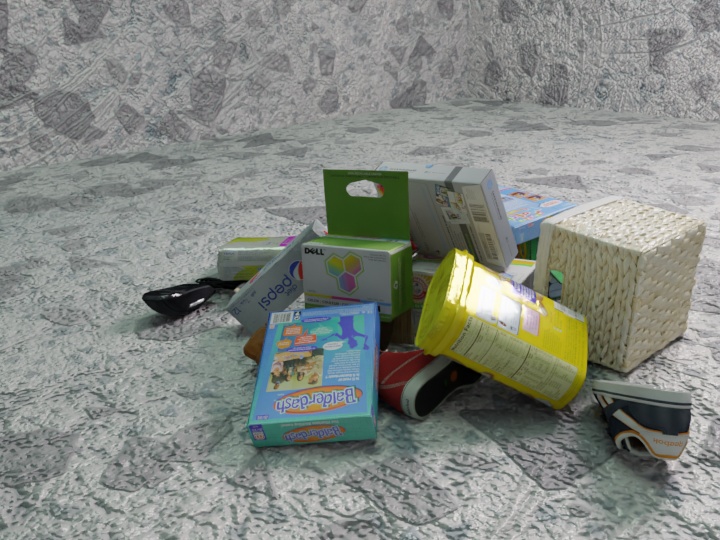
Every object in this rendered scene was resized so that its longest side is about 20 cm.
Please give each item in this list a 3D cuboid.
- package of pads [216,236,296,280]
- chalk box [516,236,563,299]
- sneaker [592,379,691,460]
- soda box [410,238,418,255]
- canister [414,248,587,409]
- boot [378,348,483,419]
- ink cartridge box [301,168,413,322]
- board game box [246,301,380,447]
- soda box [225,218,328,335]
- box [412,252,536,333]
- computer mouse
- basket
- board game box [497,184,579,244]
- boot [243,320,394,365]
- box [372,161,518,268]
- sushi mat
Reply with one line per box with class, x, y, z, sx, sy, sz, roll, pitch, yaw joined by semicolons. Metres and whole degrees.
package of pads;-0.181;-0.027;1.413;0.154;0.068;0.200;-1;8;1
chalk box;0.320;-0.027;1.297;0.125;0.124;0.200;-11;21;-18
sneaker;0.314;0.167;0.852;0.078;0.080;0.200;4;-4;4
soda box;0.000;0.000;1.197;0.063;0.070;0.200;-28;-10;-48
canister;0.183;0.075;0.947;0.200;0.087;0.149;26;43;-6
boot;0.082;0.120;1.019;0.200;0.073;0.144;-25;28;-39
ink cartridge box;-0.007;-0.040;1.067;0.148;0.200;0.076;6;18;29
board game box;-0.053;0.128;0.948;0.152;0.045;0.200;-5;38;8
soda box;-0.120;0.012;1.189;0.200;0.068;0.063;-42;13;15
box;0.167;0.041;1.155;0.200;0.113;0.101;7;22;29
computer mouse;-0.276;0.049;1.309;0.140;0.046;0.200;2;9;23
basket;0.372;0.015;1.078;0.200;0.198;0.161;-20;30;-39
board game box;0.249;-0.101;1.286;0.151;0.037;0.200;-19;25;-29
boot;-0.058;0.096;1.086;0.155;0.074;0.200;18;31;36
box;0.125;-0.085;1.119;0.200;0.156;0.041;9;48;40
sushi mat;0.038;0.014;1.120;0.096;0.200;0.012;10;22;34
